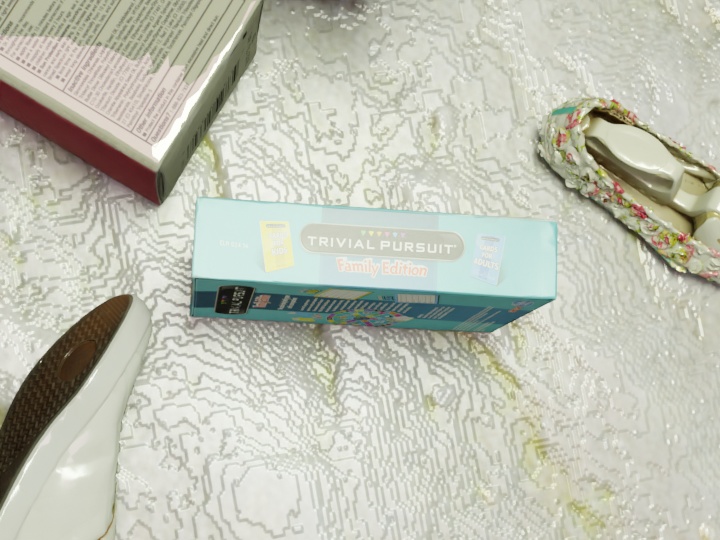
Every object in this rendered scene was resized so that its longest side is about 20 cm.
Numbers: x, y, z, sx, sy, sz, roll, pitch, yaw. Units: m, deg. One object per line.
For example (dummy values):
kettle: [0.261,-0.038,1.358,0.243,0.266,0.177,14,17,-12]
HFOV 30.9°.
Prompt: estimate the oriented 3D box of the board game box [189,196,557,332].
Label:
board game box: [0.000,0.000,0.768,0.198,0.151,0.047,4,80,-8]

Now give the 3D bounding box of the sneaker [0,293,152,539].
sneaker: [-0.171,0.112,0.781,0.085,0.072,0.201,41,67,-34]

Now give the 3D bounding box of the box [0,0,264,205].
box: [-0.174,-0.150,0.788,0.199,0.109,0.129,31,79,-2]

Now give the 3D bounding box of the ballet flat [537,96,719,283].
ballet flat: [0.206,-0.049,0.849,0.199,0.064,0.076,28,78,-3]
